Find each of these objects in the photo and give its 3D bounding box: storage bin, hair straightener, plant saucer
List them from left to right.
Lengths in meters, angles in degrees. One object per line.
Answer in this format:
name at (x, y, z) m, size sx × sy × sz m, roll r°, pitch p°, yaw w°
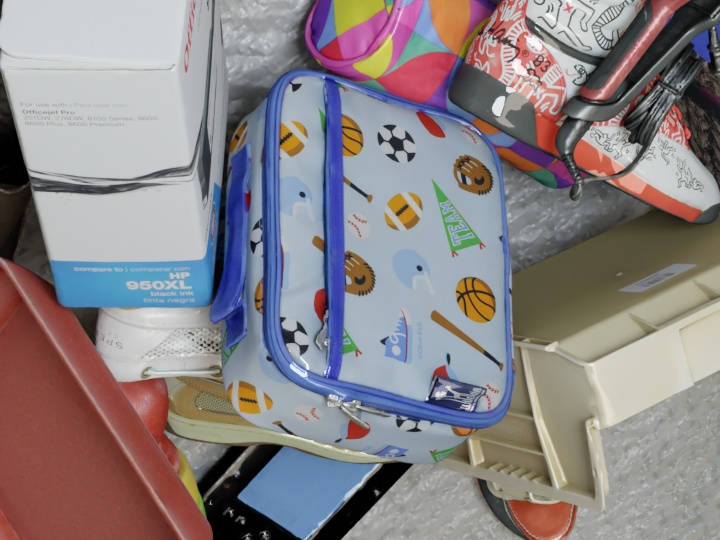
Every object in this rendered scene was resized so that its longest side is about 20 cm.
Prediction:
plant saucer at (-0.165, 0.112, 1.155) m, size 0.037 × 0.200 × 0.200 m, roll -26°, pitch 168°, yaw -41°
storage bin at (0.157, 0.042, 1.206) m, size 0.199 × 0.198 × 0.094 m, roll -23°, pitch 104°, yaw -24°
hair straightener at (0.173, -0.114, 1.122) m, size 0.077 × 0.041 × 0.200 m, roll 36°, pitch 87°, yaw -35°

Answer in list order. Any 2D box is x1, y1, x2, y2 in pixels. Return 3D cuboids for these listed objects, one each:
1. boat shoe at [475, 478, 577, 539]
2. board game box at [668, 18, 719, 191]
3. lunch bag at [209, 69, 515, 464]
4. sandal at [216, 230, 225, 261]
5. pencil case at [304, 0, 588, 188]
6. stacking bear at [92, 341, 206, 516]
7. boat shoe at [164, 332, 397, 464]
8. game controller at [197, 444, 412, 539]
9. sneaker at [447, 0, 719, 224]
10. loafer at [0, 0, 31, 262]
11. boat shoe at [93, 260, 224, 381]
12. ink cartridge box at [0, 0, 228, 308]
boat shoe at (0.113, 0.118, 1.412) m, size 0.071 × 0.063 × 0.201 m, roll -25°, pitch 131°, yaw -11°
board game box at (0.262, -0.058, 1.294) m, size 0.097 × 0.160 × 0.201 m, roll -26°, pitch 130°, yaw -14°
lunch bag at (0.000, 0.000, 1.113) m, size 0.160 × 0.201 × 0.076 m, roll 17°, pitch 145°, yaw -28°
sandal at (-0.046, -0.011, 1.240) m, size 0.199 × 0.079 × 0.088 m, roll -3°, pitch 107°, yaw -27°
pencil case at (0.059, -0.116, 1.205) m, size 0.200 × 0.088 × 0.089 m, roll 27°, pitch 108°, yaw -37°
stacking bear at (-0.146, 0.133, 1.251) m, size 0.121 × 0.113 × 0.201 m, roll -34°, pitch 132°, yaw -43°
boat shoe at (-0.022, 0.067, 1.267) m, size 0.199 × 0.072 × 0.076 m, roll 0°, pitch 138°, yaw -9°
game controller at (-0.022, 0.114, 1.355) m, size 0.200 × 0.042 × 0.104 m, roll -47°, pitch 130°, yaw 9°
sneaker at (0.148, -0.102, 1.174) m, size 0.201 × 0.067 × 0.108 m, roll 22°, pitch 100°, yaw -35°
loafer at (-0.205, -0.053, 1.124) m, size 0.073 × 0.071 × 0.201 m, roll -3°, pitch 124°, yaw -24°
boat shoe at (-0.055, 0.035, 1.171) m, size 0.199 × 0.071 × 0.070 m, roll 3°, pitch 114°, yaw -29°
ink cartridge box at (-0.114, -0.094, 1.044) m, size 0.084 × 0.145 × 0.200 m, roll 1°, pitch 148°, yaw 2°
